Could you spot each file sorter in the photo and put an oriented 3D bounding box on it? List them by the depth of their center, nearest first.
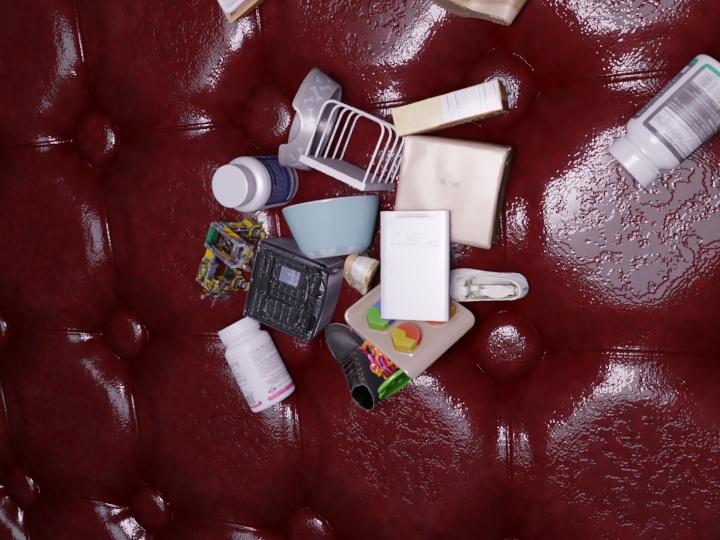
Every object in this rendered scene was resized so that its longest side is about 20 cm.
[{"bbox_3d":[0.000,-0.237,1.140,0.138,0.200,0.126,27,105,14],"label":"file sorter"}]

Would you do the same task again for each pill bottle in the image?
[{"bbox_3d":[0.520,-0.242,0.984,0.113,0.113,0.200,47,113,6],"label":"pill bottle"},{"bbox_3d":[-0.218,-0.181,1.231,0.109,0.200,0.113,4,102,19],"label":"pill bottle"},{"bbox_3d":[-0.241,0.210,1.366,0.112,0.113,0.202,-26,91,23],"label":"pill bottle"}]

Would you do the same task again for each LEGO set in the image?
[{"bbox_3d":[-0.270,-0.015,1.311,0.115,0.153,0.202,34,104,29],"label":"LEGO set"}]

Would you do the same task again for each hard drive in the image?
[{"bbox_3d":[0.103,-0.009,1.114,0.130,0.025,0.203,1,94,19],"label":"hard drive"}]

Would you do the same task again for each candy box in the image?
[{"bbox_3d":[0.170,-0.298,1.105,0.197,0.115,0.056,-11,98,22],"label":"candy box"}]

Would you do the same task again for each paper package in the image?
[{"bbox_3d":[0.176,-0.155,1.139,0.197,0.103,0.193,12,105,17],"label":"paper package"}]

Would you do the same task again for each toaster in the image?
[{"bbox_3d":[-0.136,0.038,1.288,0.198,0.119,0.183,20,108,16],"label":"toaster"}]

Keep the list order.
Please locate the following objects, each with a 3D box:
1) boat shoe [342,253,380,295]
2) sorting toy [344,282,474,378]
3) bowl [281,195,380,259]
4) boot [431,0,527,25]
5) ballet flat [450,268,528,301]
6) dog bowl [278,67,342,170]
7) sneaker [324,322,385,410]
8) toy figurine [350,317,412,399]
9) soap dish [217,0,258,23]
[{"bbox_3d":[0.000,0.000,1.191,0.066,0.200,0.075,28,80,4],"label":"boat shoe"},{"bbox_3d":[0.094,0.089,1.162,0.200,0.184,0.037,39,154,32],"label":"sorting toy"},{"bbox_3d":[-0.052,-0.082,1.181,0.198,0.200,0.107,-8,90,22],"label":"bowl"},{"bbox_3d":[0.223,-0.549,1.073,0.198,0.072,0.168,25,96,16],"label":"boot"},{"bbox_3d":[0.230,0.033,1.177,0.197,0.069,0.071,-1,101,21],"label":"ballet flat"},{"bbox_3d":[-0.095,-0.291,1.171,0.058,0.200,0.202,22,108,1],"label":"dog bowl"},{"bbox_3d":[-0.015,0.202,1.281,0.200,0.106,0.075,47,112,6],"label":"sneaker"},{"bbox_3d":[0.037,0.148,1.222,0.150,0.200,0.185,-43,72,15],"label":"toy figurine"},{"bbox_3d":[-0.250,-0.637,1.215,0.156,0.081,0.202,-28,90,23],"label":"soap dish"}]
